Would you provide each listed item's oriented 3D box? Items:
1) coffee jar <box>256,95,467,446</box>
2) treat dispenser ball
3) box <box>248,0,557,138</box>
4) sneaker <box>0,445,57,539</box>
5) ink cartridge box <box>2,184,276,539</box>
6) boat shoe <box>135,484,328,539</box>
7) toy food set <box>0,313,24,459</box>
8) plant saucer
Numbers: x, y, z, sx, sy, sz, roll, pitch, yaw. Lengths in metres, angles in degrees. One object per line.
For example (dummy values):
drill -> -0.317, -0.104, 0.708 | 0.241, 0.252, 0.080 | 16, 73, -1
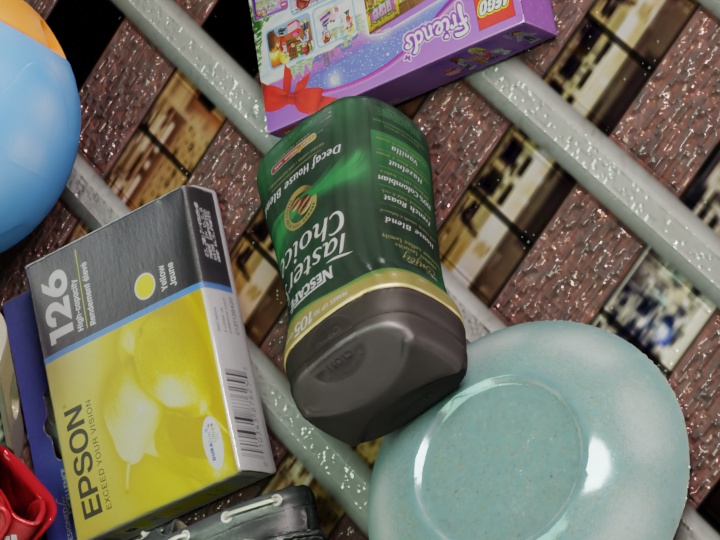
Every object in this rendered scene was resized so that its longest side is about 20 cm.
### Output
coffee jar -> 0.000, 0.000, 1.531 | 0.104, 0.085, 0.200 | -37, 41, 26
treat dispenser ball -> -0.284, -0.100, 1.735 | 0.201, 0.201, 0.201 | -8, 76, 37
box -> 0.019, -0.175, 1.615 | 0.200, 0.039, 0.137 | -21, 69, 33
sneaker -> -0.251, 0.208, 1.716 | 0.115, 0.078, 0.200 | -29, 65, 47
ink cartridge box -> -0.158, 0.072, 1.704 | 0.200, 0.047, 0.198 | -26, 67, 29
boat shoe -> -0.106, 0.183, 1.628 | 0.200, 0.076, 0.060 | -17, 72, 22
toy food set -> -0.312, 0.051, 1.728 | 0.200, 0.144, 0.060 | 25, 62, 13
plant saucer -> 0.085, 0.114, 1.476 | 0.201, 0.039, 0.201 | -13, 60, 24
